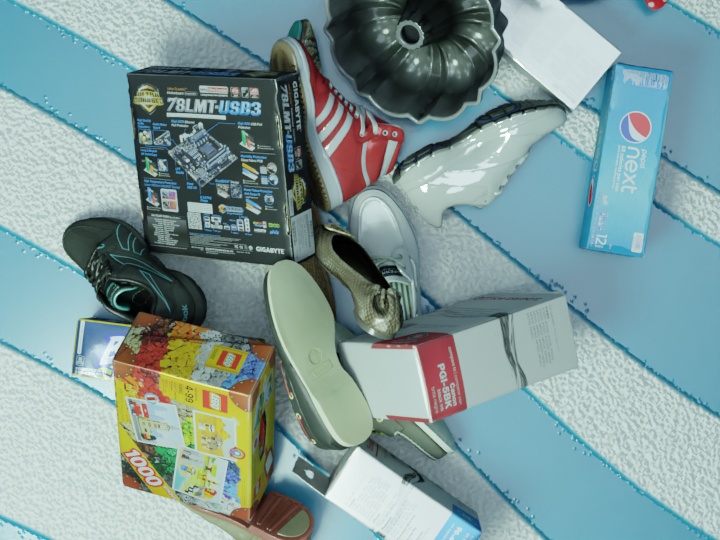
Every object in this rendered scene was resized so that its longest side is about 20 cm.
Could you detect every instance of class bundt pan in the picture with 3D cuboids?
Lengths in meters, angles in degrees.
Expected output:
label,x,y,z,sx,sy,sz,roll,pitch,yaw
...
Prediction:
label,x,y,z,sx,sy,sz,roll,pitch,yaw
bundt pan,0.065,-0.261,1.607,0.201,0.076,0.202,14,125,20

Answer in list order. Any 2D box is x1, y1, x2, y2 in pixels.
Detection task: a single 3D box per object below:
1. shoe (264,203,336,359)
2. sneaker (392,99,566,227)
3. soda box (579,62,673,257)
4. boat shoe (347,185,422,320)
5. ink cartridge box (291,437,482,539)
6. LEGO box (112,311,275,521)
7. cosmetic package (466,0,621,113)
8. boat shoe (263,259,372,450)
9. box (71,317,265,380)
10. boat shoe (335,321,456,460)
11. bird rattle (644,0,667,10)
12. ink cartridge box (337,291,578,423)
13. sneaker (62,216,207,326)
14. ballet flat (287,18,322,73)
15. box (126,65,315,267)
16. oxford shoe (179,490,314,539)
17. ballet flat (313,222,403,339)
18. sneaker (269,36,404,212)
label,x,y,z,sx,sy,sz,roll,pitch,yaw
shoe,-0.069,0.021,1.671,0.070,0.053,0.201,-5,96,-32
sneaker,0.136,-0.120,1.655,0.200,0.075,0.087,-28,103,9
soda box,0.284,-0.117,1.642,0.064,0.068,0.201,9,92,1
boat shoe,0.035,0.005,1.654,0.073,0.067,0.200,-16,91,2
ink cartridge box,0.028,0.239,1.637,0.200,0.116,0.068,34,92,0
LEGO box,-0.169,0.152,1.581,0.149,0.077,0.200,14,135,10
cosmetic package,0.177,-0.265,1.650,0.200,0.051,0.083,40,91,1
boat shoe,-0.056,0.089,1.555,0.074,0.063,0.202,-23,91,-38
box,-0.207,0.094,1.663,0.199,0.070,0.064,6,90,1
boat shoe,0.018,0.139,1.653,0.202,0.072,0.060,43,102,-13
bird rattle,0.258,-0.361,1.641,0.163,0.113,0.200,-28,104,14
ink cartridge box,0.101,0.087,1.573,0.200,0.147,0.083,-17,97,-32
sneaker,-0.254,0.002,1.628,0.200,0.079,0.076,30,113,28
ballet flat,-0.080,-0.171,1.661,0.075,0.068,0.200,24,98,-21
box,-0.147,-0.110,1.599,0.200,0.050,0.199,6,108,31
oxford shoe,-0.145,0.262,1.668,0.200,0.075,0.070,27,50,18
ballet flat,0.000,0.000,1.569,0.067,0.200,0.046,13,115,-26
sneaker,-0.022,-0.171,1.616,0.112,0.071,0.200,-28,124,-18
